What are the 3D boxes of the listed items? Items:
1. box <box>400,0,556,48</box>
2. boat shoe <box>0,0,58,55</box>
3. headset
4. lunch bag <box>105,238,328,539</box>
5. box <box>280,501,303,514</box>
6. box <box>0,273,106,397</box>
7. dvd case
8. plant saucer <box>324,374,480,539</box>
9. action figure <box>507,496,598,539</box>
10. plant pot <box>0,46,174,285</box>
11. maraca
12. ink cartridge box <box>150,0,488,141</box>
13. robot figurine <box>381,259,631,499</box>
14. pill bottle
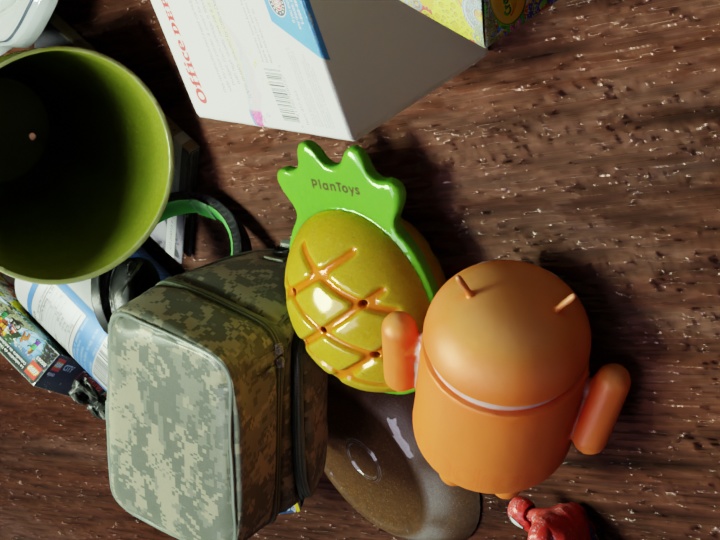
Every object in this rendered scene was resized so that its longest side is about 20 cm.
[{"bbox_3d":[0.058,-0.245,1.181,0.200,0.193,0.122,34,145,34],"label":"box"},{"bbox_3d":[-0.297,-0.219,1.851,0.067,0.074,0.200,24,159,-20],"label":"boat shoe"},{"bbox_3d":[-0.168,0.025,1.802,0.123,0.200,0.094,17,166,28],"label":"headset"},{"bbox_3d":[-0.094,0.091,1.738,0.139,0.168,0.200,19,123,31],"label":"lunch bag"},{"bbox_3d":[-0.103,0.111,1.908,0.070,0.064,0.200,-8,119,17],"label":"box"},{"bbox_3d":[-0.281,0.063,2.066,0.137,0.038,0.200,43,-174,24],"label":"box"},{"bbox_3d":[-0.208,-0.114,1.907,0.200,0.016,0.149,42,148,22],"label":"dvd case"},{"bbox_3d":[0.013,0.144,1.823,0.200,0.037,0.200,36,146,30],"label":"plant saucer"},{"bbox_3d":[0.176,0.242,1.638,0.200,0.065,0.099,39,131,29],"label":"action figure"},{"bbox_3d":[-0.271,-0.099,1.844,0.200,0.187,0.187,26,143,65],"label":"plant pot"},{"bbox_3d":[0.000,0.000,1.617,0.137,0.107,0.200,7,121,37],"label":"maraca"},{"bbox_3d":[-0.041,-0.176,1.472,0.200,0.125,0.129,14,131,50],"label":"ink cartridge box"},{"bbox_3d":[0.097,0.073,1.539,0.144,0.117,0.200,47,152,29],"label":"robot figurine"},{"bbox_3d":[-0.230,0.018,1.980,0.200,0.112,0.112,44,150,22],"label":"pill bottle"}]
